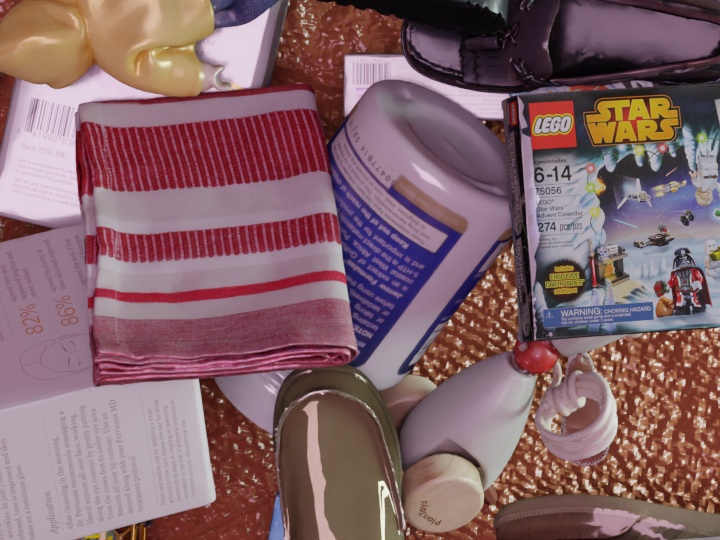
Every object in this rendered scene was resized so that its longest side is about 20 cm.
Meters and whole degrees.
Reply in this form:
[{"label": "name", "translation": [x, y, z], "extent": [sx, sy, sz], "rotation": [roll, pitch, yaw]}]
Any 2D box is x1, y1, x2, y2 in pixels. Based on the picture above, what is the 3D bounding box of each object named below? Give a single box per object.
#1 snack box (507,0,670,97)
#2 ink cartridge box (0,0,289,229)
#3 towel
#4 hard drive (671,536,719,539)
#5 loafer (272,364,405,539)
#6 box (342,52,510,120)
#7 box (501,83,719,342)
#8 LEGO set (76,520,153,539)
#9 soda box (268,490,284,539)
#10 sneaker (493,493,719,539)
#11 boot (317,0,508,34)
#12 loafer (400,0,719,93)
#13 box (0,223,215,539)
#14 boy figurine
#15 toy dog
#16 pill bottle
[{"label": "snack box", "translation": [0.156, -0.106, 1.670], "extent": [0.116, 0.037, 0.200], "rotation": [-39, 90, 6]}, {"label": "ink cartridge box", "translation": [-0.126, -0.119, 1.705], "extent": [0.144, 0.088, 0.201], "rotation": [13, 98, 2]}, {"label": "towel", "translation": [-0.083, -0.025, 1.591], "extent": [0.143, 0.023, 0.201], "rotation": [-5, 50, -5]}, {"label": "hard drive", "translation": [0.207, 0.250, 1.678], "extent": [0.131, 0.027, 0.201], "rotation": [-6, 112, 12]}, {"label": "loafer", "translation": [-0.007, 0.150, 1.647], "extent": [0.075, 0.067, 0.201], "rotation": [-10, 109, -1]}, {"label": "box", "translation": [0.088, -0.109, 1.713], "extent": [0.198, 0.039, 0.042], "rotation": [0, 96, 4]}, {"label": "box", "translation": [0.183, -0.035, 1.612], "extent": [0.198, 0.040, 0.138], "rotation": [-4, 88, -12]}, {"label": "LEGO set", "translation": [-0.211, 0.172, 1.709], "extent": [0.198, 0.154, 0.117], "rotation": [4, 96, 7]}, {"label": "soda box", "translation": [-0.036, 0.231, 1.740], "extent": [0.064, 0.068, 0.201], "rotation": [11, 96, 1]}, {"label": "sneaker", "translation": [0.173, 0.181, 1.701], "extent": [0.198, 0.071, 0.076], "rotation": [5, 70, 13]}, {"label": "boot", "translation": [0.011, -0.228, 1.582], "extent": [0.197, 0.073, 0.164], "rotation": [13, 74, -22]}, {"label": "loafer", "translation": [0.120, -0.135, 1.619], "extent": [0.198, 0.063, 0.072], "rotation": [1, 93, 4]}, {"label": "box", "translation": [-0.199, 0.071, 1.615], "extent": [0.199, 0.153, 0.107], "rotation": [-14, 128, -10]}, {"label": "boy figurine", "translation": [-0.115, -0.151, 1.627], "extent": [0.199, 0.064, 0.125], "rotation": [-27, 93, 5]}, {"label": "toy dog", "translation": [0.098, 0.084, 1.700], "extent": [0.199, 0.096, 0.133], "rotation": [-21, 52, 34]}, {"label": "pill bottle", "translation": [0.000, 0.000, 1.679], "extent": [0.119, 0.120, 0.200], "rotation": [37, 113, 0]}]
